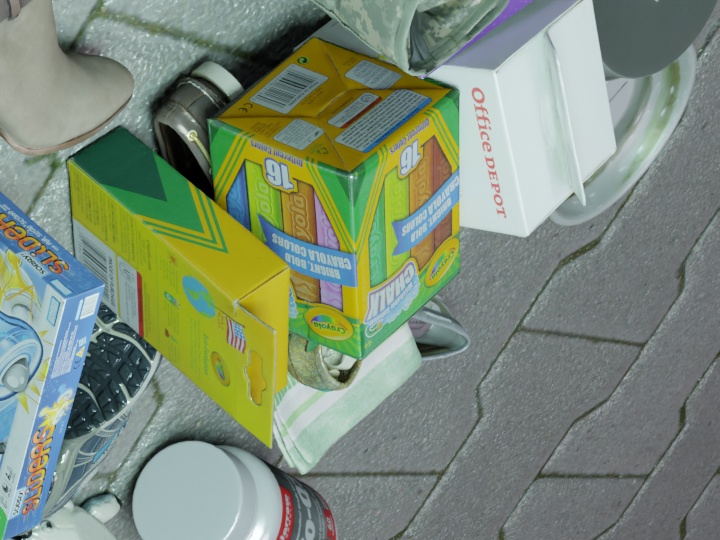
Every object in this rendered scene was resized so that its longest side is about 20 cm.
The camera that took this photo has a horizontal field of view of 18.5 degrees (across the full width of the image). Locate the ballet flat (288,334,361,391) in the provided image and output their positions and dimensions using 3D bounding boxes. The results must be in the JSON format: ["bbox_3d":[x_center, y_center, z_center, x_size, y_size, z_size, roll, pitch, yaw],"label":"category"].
[{"bbox_3d":[0.000,0.000,1.699,0.071,0.070,0.201,7,105,-60],"label":"ballet flat"}]

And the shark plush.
[{"bbox_3d":[-0.242,0.222,1.674,0.083,0.091,0.200,-24,164,16],"label":"shark plush"}]

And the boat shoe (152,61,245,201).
[{"bbox_3d":[-0.103,-0.054,1.527,0.059,0.072,0.201,-40,147,-26],"label":"boat shoe"}]

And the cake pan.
[{"bbox_3d":[0.233,-0.243,1.796,0.200,0.037,0.201,-25,129,-35],"label":"cake pan"}]

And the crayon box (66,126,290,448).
[{"bbox_3d":[-0.109,0.012,1.454,0.051,0.200,0.127,-35,150,-29],"label":"crayon box"}]

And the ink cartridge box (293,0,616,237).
[{"bbox_3d":[0.078,-0.116,1.532,0.125,0.199,0.129,-42,130,-39],"label":"ink cartridge box"}]

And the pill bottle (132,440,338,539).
[{"bbox_3d":[-0.102,0.208,1.815,0.114,0.114,0.200,-50,154,0],"label":"pill bottle"}]

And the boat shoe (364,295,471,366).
[{"bbox_3d":[0.017,0.054,1.861,0.202,0.065,0.075,-5,128,-55],"label":"boat shoe"}]

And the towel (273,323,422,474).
[{"bbox_3d":[-0.030,0.049,1.756,0.152,0.023,0.201,-41,131,-22],"label":"towel"}]

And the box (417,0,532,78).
[{"bbox_3d":[0.064,-0.226,1.494,0.200,0.137,0.039,-37,149,-26],"label":"box"}]

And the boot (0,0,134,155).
[{"bbox_3d":[-0.200,-0.140,1.268,0.200,0.070,0.147,-25,142,-42],"label":"boot"}]

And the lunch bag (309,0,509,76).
[{"bbox_3d":[0.030,-0.242,1.388,0.117,0.164,0.201,2,123,-56],"label":"lunch bag"}]

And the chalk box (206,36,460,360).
[{"bbox_3d":[-0.014,-0.031,1.490,0.125,0.124,0.201,-42,142,-38],"label":"chalk box"}]

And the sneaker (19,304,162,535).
[{"bbox_3d":[-0.202,0.099,1.585,0.200,0.078,0.086,-51,167,17],"label":"sneaker"}]

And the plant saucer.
[{"bbox_3d":[0.216,-0.135,1.950,0.200,0.050,0.201,-38,152,-25],"label":"plant saucer"}]

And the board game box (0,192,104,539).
[{"bbox_3d":[-0.235,0.052,1.382,0.034,0.135,0.201,-22,141,-45],"label":"board game box"}]
